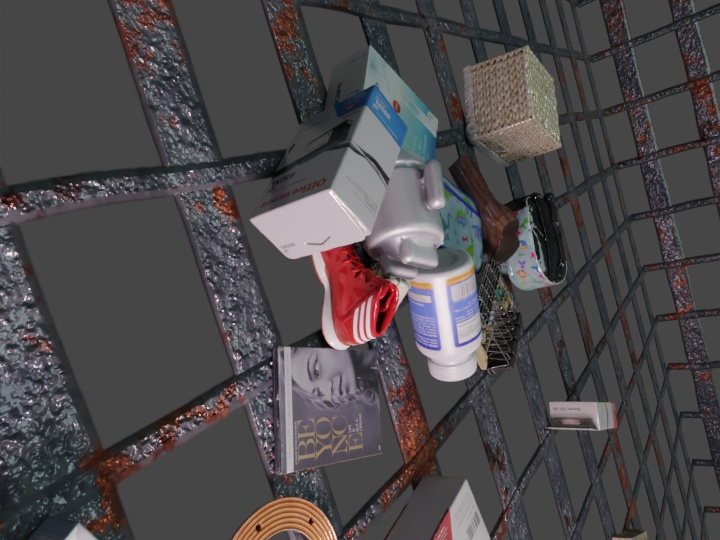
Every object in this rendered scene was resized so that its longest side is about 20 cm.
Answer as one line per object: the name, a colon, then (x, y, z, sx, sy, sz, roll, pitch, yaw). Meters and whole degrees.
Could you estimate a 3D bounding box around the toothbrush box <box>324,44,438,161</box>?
toothbrush box: (0.037, -0.233, 0.886, 0.200, 0.085, 0.147, 32, 56, -42)

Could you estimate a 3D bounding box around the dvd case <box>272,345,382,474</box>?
dvd case: (-0.038, 0.179, 0.727, 0.200, 0.016, 0.149, 12, 71, -50)

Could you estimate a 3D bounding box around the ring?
ring: (-0.091, 0.359, 0.605, 0.200, 0.019, 0.201, 19, 65, -47)

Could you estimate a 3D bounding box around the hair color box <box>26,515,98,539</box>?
hair color box: (-0.253, 0.293, 0.381, 0.099, 0.060, 0.200, 59, 40, -22)

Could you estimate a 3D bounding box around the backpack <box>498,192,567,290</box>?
backpack: (0.376, -0.055, 1.216, 0.177, 0.150, 0.201, -8, 79, -50)

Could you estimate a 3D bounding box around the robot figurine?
robot figurine: (0.053, -0.090, 0.782, 0.113, 0.169, 0.201, 13, 60, -43)

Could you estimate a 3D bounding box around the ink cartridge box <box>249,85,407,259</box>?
ink cartridge box: (-0.037, -0.127, 0.709, 0.084, 0.144, 0.201, 45, 47, -33)

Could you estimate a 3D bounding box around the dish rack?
dish rack: (0.255, 0.085, 1.045, 0.200, 0.054, 0.154, 56, 41, -32)

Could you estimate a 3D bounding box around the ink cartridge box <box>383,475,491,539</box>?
ink cartridge box: (0.132, 0.438, 0.815, 0.147, 0.083, 0.201, -36, 108, -50)

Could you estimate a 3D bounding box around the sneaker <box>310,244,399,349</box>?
sneaker: (0.000, 0.000, 0.741, 0.078, 0.115, 0.201, 1, 75, -52)

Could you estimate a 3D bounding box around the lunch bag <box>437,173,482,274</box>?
lunch bag: (0.151, -0.084, 0.996, 0.200, 0.082, 0.161, 29, 55, -46)

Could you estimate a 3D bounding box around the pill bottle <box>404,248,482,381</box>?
pill bottle: (0.139, 0.075, 0.894, 0.112, 0.112, 0.201, -39, 125, -50)

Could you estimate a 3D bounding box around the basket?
basket: (0.356, -0.376, 1.278, 0.198, 0.160, 0.201, 16, 69, -50)

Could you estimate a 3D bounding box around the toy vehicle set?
toy vehicle set: (0.262, 0.089, 1.130, 0.125, 0.026, 0.200, 58, 41, -24)

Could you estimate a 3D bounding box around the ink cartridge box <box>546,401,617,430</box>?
ink cartridge box: (0.544, 0.356, 1.343, 0.200, 0.116, 0.068, 16, 69, -50)

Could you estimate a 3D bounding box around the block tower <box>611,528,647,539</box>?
block tower: (0.784, 0.791, 1.580, 0.200, 0.054, 0.058, 18, 65, -49)

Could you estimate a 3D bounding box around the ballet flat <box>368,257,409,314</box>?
ballet flat: (0.045, 0.002, 0.837, 0.068, 0.075, 0.201, 37, 53, -39)

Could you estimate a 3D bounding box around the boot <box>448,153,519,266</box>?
boot: (0.247, -0.124, 1.125, 0.200, 0.064, 0.187, 58, -13, 30)
